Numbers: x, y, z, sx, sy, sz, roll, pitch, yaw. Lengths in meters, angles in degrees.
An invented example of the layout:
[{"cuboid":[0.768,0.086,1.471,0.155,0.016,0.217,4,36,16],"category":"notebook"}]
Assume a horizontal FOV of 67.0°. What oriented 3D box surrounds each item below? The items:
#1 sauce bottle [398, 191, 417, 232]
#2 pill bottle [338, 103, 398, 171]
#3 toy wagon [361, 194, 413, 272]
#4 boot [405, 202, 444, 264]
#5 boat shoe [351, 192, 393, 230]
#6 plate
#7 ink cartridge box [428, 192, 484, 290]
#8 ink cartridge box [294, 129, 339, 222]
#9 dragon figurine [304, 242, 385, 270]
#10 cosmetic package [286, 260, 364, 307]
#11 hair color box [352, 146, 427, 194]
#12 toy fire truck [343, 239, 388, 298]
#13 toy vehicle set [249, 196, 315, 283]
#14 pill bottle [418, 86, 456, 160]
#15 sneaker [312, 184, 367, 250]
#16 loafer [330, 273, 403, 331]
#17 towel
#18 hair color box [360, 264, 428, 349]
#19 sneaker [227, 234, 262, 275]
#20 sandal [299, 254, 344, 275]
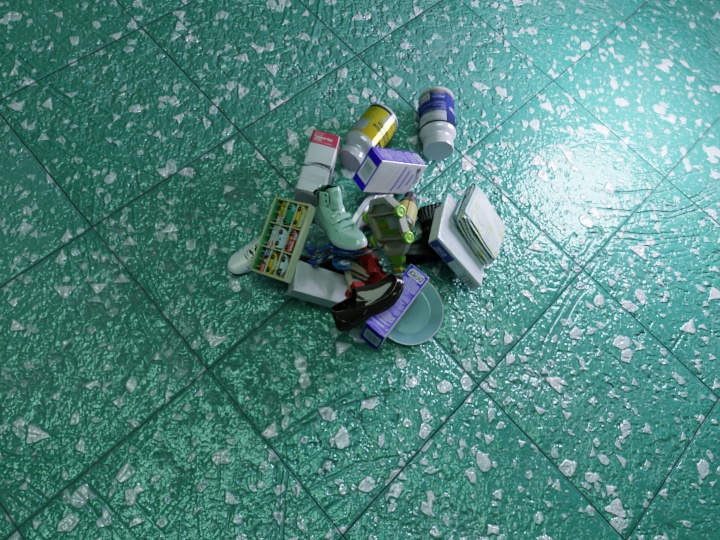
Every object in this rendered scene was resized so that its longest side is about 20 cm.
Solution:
[{"cuboid":[0.129,-0.163,1.518,0.064,0.065,0.201,22,34,1],"category":"sauce bottle"},{"cuboid":[0.020,-0.391,1.614,0.111,0.112,0.201,33,66,6],"category":"pill bottle"},{"cuboid":[0.079,-0.093,1.425,0.039,0.154,0.203,-27,105,-32],"category":"toy wagon"},{"cuboid":[0.180,-0.106,1.528,0.207,0.079,0.161,-5,72,-27],"category":"boot"},{"cuboid":[0.037,-0.155,1.542,0.085,0.075,0.203,34,56,4],"category":"boat shoe"},{"cuboid":[0.126,0.104,1.463,0.196,0.026,0.204,3,67,-7],"category":"plate"},{"cuboid":[0.269,-0.080,1.484,0.196,0.043,0.202,44,40,-22],"category":"ink cartridge box"},{"cuboid":[-0.123,-0.260,1.516,0.082,0.146,0.203,15,65,-3],"category":"ink cartridge box"},{"cuboid":[-0.040,-0.039,1.368,0.196,0.060,0.100,11,41,11],"category":"dragon figurine"},{"cuboid":[-0.088,0.047,1.404,0.197,0.050,0.084,19,60,-25],"category":"cosmetic package"},{"cuboid":[0.085,-0.278,1.528,0.198,0.110,0.065,-3,50,-44],"category":"hair color box"},{"cuboid":[0.000,0.000,1.426,0.139,0.049,0.202,1,49,-39],"category":"toy fire truck"},{"cuboid":[-0.198,-0.079,1.379,0.122,0.026,0.204,14,82,31],"category":"toy vehicle set"},{"cuboid":[0.236,-0.450,1.673,0.113,0.116,0.204,4,66,-7],"category":"pill bottle"},{"cuboid":[-0.054,-0.138,1.347,0.073,0.120,0.200,-23,45,-29],"category":"sneaker"},{"cuboid":[0.014,0.069,1.286,0.198,0.072,0.073,-35,35,3],"category":"loafer"},{"cuboid":[0.336,-0.133,1.524,0.172,0.048,0.201,53,39,-17],"category":"towel"},{"cuboid":[0.085,0.092,1.379,0.064,0.110,0.200,38,66,9],"category":"hair color box"},{"cuboid":[-0.267,-0.058,1.446,0.198,0.073,0.072,-33,76,-19],"category":"sneaker"},{"cuboid":[-0.123,-0.003,1.455,0.197,0.057,0.082,3,102,-25],"category":"sandal"}]
